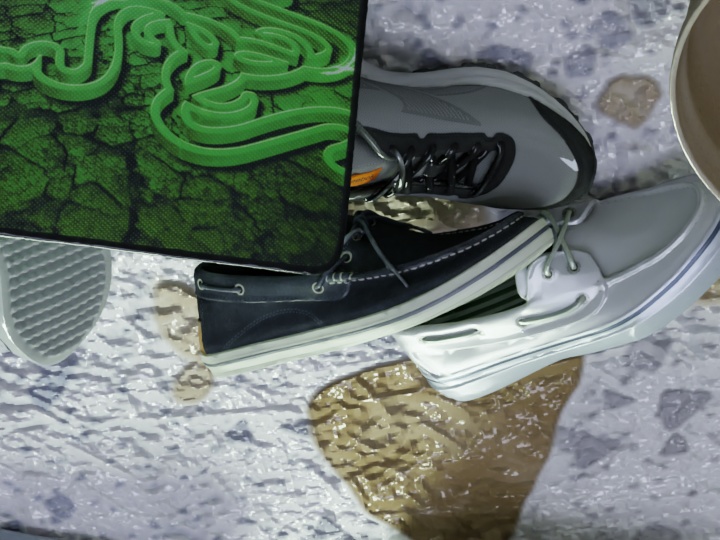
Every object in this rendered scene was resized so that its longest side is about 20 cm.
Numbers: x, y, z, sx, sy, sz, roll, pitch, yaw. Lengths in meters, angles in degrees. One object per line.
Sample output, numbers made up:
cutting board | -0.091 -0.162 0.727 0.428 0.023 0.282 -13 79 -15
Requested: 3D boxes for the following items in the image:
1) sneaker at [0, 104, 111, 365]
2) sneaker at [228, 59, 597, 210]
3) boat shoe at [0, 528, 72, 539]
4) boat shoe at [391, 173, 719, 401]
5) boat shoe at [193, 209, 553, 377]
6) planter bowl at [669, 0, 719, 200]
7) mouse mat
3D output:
sneaker | -0.180 -0.032 1.191 0.079 0.079 0.201 30 158 27
sneaker | 0.019 -0.059 1.176 0.199 0.080 0.074 13 130 -18
boat shoe | -0.165 0.195 1.423 0.198 0.074 0.066 18 136 -7
boat shoe | 0.099 0.004 1.244 0.199 0.074 0.067 -33 130 26
boat shoe | 0.000 0.000 1.223 0.199 0.075 0.063 -16 97 28
planter bowl | 0.239 -0.118 1.080 0.198 0.135 0.201 7 138 6
mouse mat | -0.097 -0.088 1.105 0.198 0.162 0.008 7 173 -12
